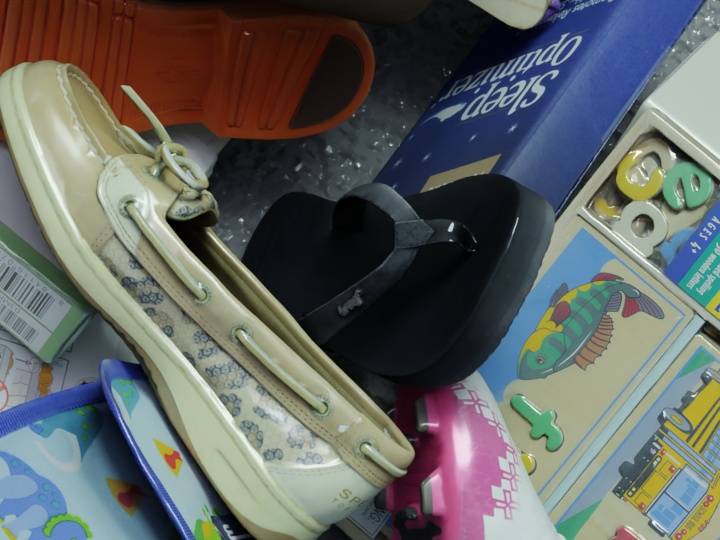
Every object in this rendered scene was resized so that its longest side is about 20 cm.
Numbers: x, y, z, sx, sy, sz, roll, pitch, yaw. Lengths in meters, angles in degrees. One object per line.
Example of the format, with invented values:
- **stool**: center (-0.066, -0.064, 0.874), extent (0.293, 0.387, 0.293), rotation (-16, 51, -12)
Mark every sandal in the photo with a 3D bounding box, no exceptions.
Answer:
- **sandal**: center (0.000, 0.001, 0.906), extent (0.043, 0.200, 0.077), rotation (26, 75, -28)

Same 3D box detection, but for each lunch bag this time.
- **lunch bag**: center (-0.087, 0.132, 0.865), extent (0.199, 0.127, 0.171), rotation (-21, 75, -46)

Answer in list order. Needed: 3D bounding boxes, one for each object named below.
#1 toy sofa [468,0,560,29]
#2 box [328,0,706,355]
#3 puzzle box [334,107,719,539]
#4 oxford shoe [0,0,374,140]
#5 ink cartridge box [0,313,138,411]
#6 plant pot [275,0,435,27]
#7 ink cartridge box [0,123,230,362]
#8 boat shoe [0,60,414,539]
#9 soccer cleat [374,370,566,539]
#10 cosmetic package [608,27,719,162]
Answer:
- **toy sofa**: center (0.007, -0.175, 1.001), extent (0.199, 0.098, 0.083), rotation (19, 19, 8)
- **box**: center (0.059, -0.055, 0.980), extent (0.032, 0.121, 0.200), rotation (43, 64, -17)
- **puzzle box**: center (0.097, 0.058, 0.925), extent (0.133, 0.025, 0.200), rotation (39, 101, 10)
- **oxford shoe**: center (-0.098, -0.092, 0.947), extent (0.199, 0.072, 0.073), rotation (5, 34, -22)
- **ink cartridge box**: center (-0.183, 0.052, 0.943), extent (0.199, 0.050, 0.162), rotation (21, 62, -20)
- **plant pot**: center (-0.034, -0.176, 0.886), extent (0.174, 0.200, 0.201), rotation (26, 63, -14)
- **ink cartridge box**: center (-0.117, -0.081, 0.987), extent (0.145, 0.048, 0.200), rotation (39, 50, -3)
- **boat shoe**: center (-0.057, 0.003, 0.887), extent (0.063, 0.073, 0.201), rotation (-34, 89, 13)
- **soccer cleat**: center (0.059, 0.126, 0.898), extent (0.086, 0.070, 0.201), rotation (-4, 79, -19)
- **cosmetic package**: center (0.183, 0.011, 0.971), extent (0.200, 0.104, 0.073), rotation (40, 49, 9)
